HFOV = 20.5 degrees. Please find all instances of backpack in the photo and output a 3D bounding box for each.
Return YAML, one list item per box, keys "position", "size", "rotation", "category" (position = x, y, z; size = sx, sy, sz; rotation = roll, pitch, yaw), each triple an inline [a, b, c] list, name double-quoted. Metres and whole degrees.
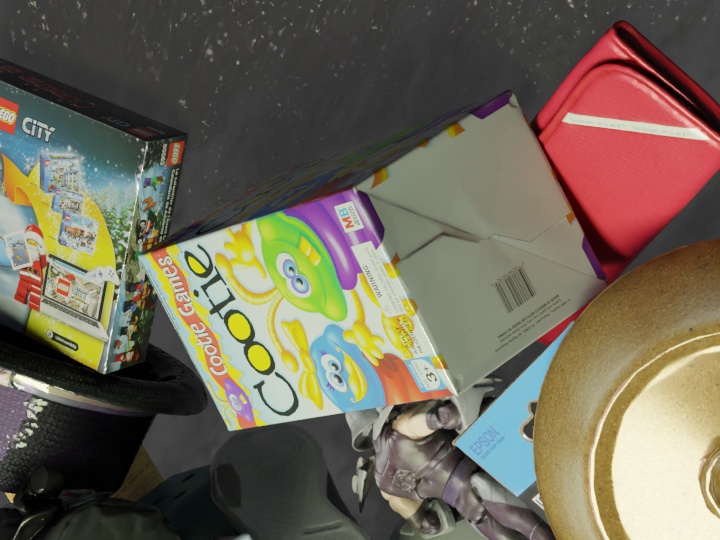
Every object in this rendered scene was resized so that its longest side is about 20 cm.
- position: [-0.164, 0.200, 1.113]
  size: [0.127, 0.167, 0.200]
  rotation: [15, 170, -22]
  category: "backpack"

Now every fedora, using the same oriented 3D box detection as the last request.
- position: [-0.195, 0.077, 1.171]
  size: [0.201, 0.201, 0.092]
  rotation: [23, 99, 27]
  category: "fedora"

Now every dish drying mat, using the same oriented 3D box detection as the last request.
- position: [0.098, -0.032, 0.909]
  size: [0.077, 0.018, 0.200]
  rotation: [41, 145, 3]
  category: "dish drying mat"

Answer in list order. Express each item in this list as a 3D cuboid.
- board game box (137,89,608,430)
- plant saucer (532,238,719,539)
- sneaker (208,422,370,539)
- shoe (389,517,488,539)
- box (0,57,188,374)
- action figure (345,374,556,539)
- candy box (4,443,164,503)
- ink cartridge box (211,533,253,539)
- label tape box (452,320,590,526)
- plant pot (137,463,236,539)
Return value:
- position: [0.000, 0.000, 0.944]
  size: [0.200, 0.105, 0.103]
  rotation: [-15, 105, 55]
  category: "board game box"
- position: [0.169, 0.086, 0.854]
  size: [0.200, 0.035, 0.200]
  rotation: [4, 105, 16]
  category: "plant saucer"
- position: [-0.028, 0.166, 1.145]
  size: [0.200, 0.071, 0.099]
  rotation: [48, 162, 58]
  category: "sneaker"
- position: [0.080, 0.226, 1.154]
  size: [0.200, 0.071, 0.091]
  rotation: [44, 146, -1]
  category: "shoe"
- position: [-0.196, -0.042, 1.126]
  size: [0.200, 0.038, 0.137]
  rotation: [23, 111, 27]
  category: "box"
- position: [0.068, 0.120, 1.063]
  size: [0.200, 0.069, 0.130]
  rotation: [36, 152, 18]
  category: "action figure"
- position: [-0.206, 0.114, 1.337]
  size: [0.115, 0.055, 0.200]
  rotation: [-2, 126, 46]
  category: "candy box"
- position: [-0.034, 0.240, 1.111]
  size: [0.200, 0.042, 0.119]
  rotation: [57, 166, 2]
  category: "ink cartridge box"
- position: [0.161, 0.102, 0.947]
  size: [0.200, 0.063, 0.144]
  rotation: [42, 144, 3]
  category: "label tape box"
- position: [-0.077, 0.229, 1.266]
  size: [0.141, 0.141, 0.200]
  rotation: [-21, 102, 53]
  category: "plant pot"
